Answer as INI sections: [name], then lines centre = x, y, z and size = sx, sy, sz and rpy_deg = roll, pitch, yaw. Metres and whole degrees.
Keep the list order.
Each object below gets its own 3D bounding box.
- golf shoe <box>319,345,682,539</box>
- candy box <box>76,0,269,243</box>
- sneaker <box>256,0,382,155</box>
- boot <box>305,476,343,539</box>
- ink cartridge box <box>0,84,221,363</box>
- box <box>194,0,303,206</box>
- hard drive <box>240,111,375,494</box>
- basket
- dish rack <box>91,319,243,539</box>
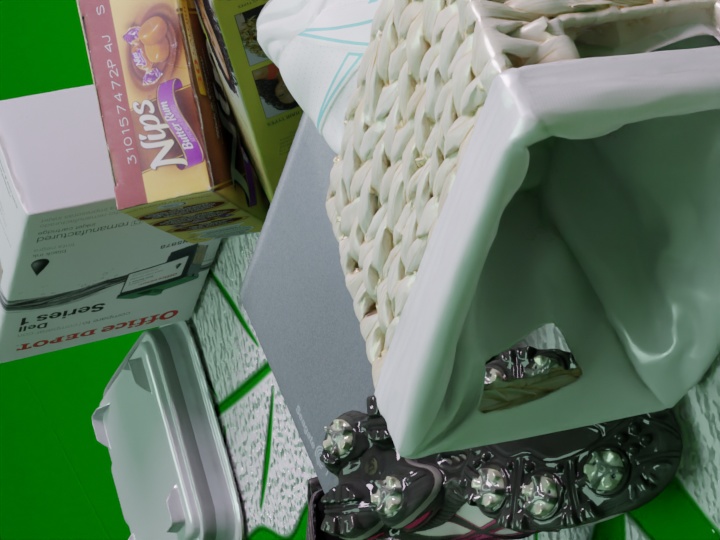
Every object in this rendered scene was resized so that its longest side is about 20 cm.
[golf shoe]
centre = 0.071, 0.081, 0.979
size = 0.200, 0.088, 0.078
rpy_deg = -11, 70, 47
[candy box]
centre = -0.096, -0.083, 1.214
size = 0.200, 0.056, 0.117
rpy_deg = 23, -124, -81
[sneaker]
centre = 0.037, -0.119, 0.926
size = 0.200, 0.070, 0.080
rpy_deg = -41, 68, 43
[boot]
centre = -0.005, 0.236, 1.235
size = 0.175, 0.069, 0.200
rpy_deg = 100, 152, -44
[ink cartridge box]
centre = -0.165, -0.032, 1.403
size = 0.200, 0.145, 0.085
rpy_deg = 116, 137, -58
[box]
centre = -0.045, -0.105, 1.113
size = 0.200, 0.050, 0.075
rpy_deg = 74, 172, -55
[hard drive]
centre = 0.000, 0.000, 1.057
size = 0.140, 0.033, 0.200
rpy_deg = 64, 150, 31
[basket]
centre = 0.072, -0.042, 0.823
size = 0.200, 0.135, 0.124
rpy_deg = 108, 147, -50
[dish rack]
centre = -0.141, 0.134, 1.564
size = 0.200, 0.043, 0.172
rpy_deg = 131, 125, -65
